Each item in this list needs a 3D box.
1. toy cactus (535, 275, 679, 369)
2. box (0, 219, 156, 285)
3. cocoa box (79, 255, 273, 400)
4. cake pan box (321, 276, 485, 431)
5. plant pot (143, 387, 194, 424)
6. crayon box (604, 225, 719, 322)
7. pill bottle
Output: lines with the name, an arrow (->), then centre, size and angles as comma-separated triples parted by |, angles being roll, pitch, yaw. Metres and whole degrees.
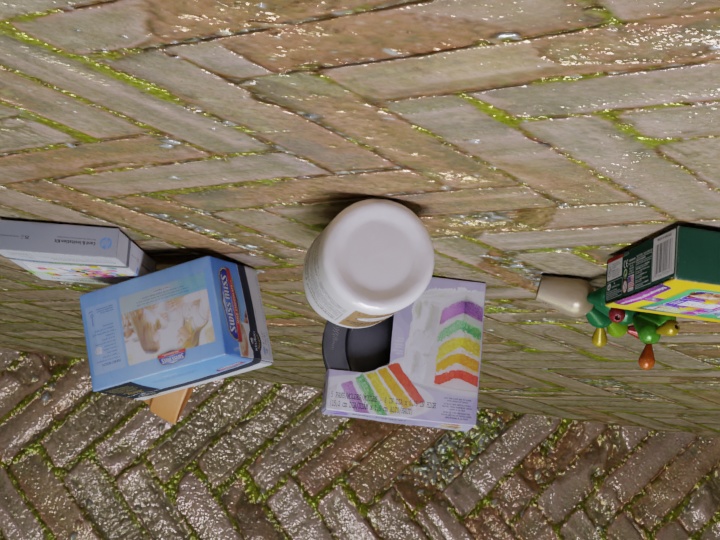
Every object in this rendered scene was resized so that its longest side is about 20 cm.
toy cactus -> 0.287, 0.050, 1.731 | 0.164, 0.103, 0.200 | 15, 179, 5
box -> -0.353, -0.019, 1.839 | 0.155, 0.041, 0.200 | 5, 171, 5
cocoa box -> -0.235, 0.076, 1.872 | 0.199, 0.134, 0.131 | -16, 165, 21
cake pan box -> 0.050, 0.095, 1.820 | 0.199, 0.185, 0.052 | 8, 165, -7
plant pot -> -0.282, 0.097, 2.063 | 0.140, 0.201, 0.200 | 23, 169, -2
crayon box -> 0.366, 0.009, 1.507 | 0.172, 0.059, 0.200 | 7, 170, -10
pill bottle -> 0.000, 0.000, 1.522 | 0.114, 0.115, 0.200 | 8, 170, -10
